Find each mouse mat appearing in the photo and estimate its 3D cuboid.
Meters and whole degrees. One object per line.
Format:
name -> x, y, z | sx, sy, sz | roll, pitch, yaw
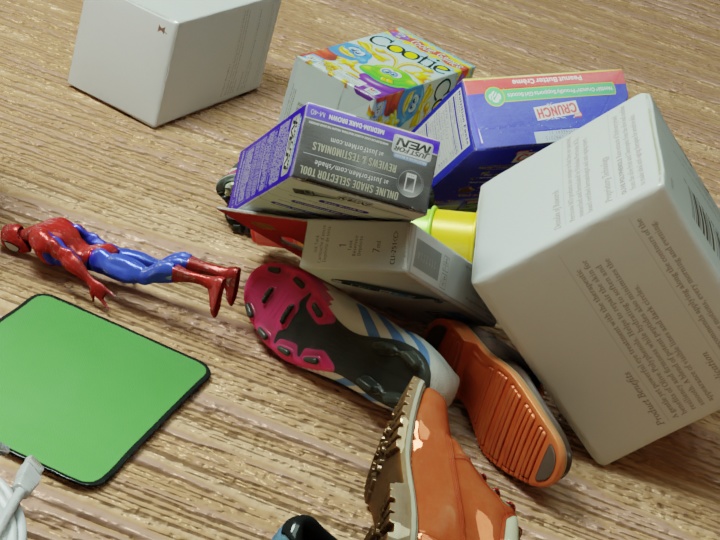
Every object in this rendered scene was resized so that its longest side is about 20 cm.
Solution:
mouse mat -> -0.217, 0.082, 1.177 | 0.161, 0.008, 0.200 | 23, 29, 11

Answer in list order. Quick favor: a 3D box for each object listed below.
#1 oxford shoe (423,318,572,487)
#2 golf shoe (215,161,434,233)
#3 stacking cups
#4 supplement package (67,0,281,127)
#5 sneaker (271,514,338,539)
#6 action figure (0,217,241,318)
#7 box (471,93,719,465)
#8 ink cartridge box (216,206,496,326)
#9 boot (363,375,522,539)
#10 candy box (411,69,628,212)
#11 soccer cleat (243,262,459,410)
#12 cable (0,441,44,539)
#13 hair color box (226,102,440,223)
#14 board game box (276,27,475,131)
oxford shoe -> 0.123, 0.100, 1.275 | 0.073, 0.071, 0.200 | 7, 28, -30
golf shoe -> -0.028, -0.082, 1.459 | 0.200, 0.077, 0.088 | 3, 32, 12
stacking cups -> 0.006, -0.036, 1.404 | 0.200, 0.061, 0.061 | 8, 25, 13
supplement package -> -0.191, -0.243, 1.677 | 0.117, 0.117, 0.200 | 28, 28, 19
sneaker -> 0.019, 0.216, 0.972 | 0.200, 0.090, 0.078 | 26, 29, 15
action figure -> -0.201, -0.005, 1.304 | 0.200, 0.052, 0.065 | 18, 21, 11
box -> 0.214, 0.004, 1.307 | 0.199, 0.171, 0.200 | 54, 20, -19
ink cartridge box -> 0.000, 0.000, 1.318 | 0.176, 0.045, 0.200 | 4, -12, 26
boot -> 0.060, 0.158, 1.135 | 0.107, 0.075, 0.200 | 16, 35, -9
candy box -> 0.136, -0.114, 1.518 | 0.169, 0.200, 0.077 | -5, 75, -23
soccer cleat -> -0.008, 0.059, 1.292 | 0.200, 0.070, 0.086 | 32, 8, 31
cable -> -0.292, 0.162, 0.919 | 0.200, 0.069, 0.200 | 12, 28, -9
hair color box -> -0.026, -0.070, 1.259 | 0.109, 0.065, 0.200 | 15, -9, -17
board game box -> 0.017, -0.173, 1.679 | 0.103, 0.105, 0.200 | 30, 31, 23
